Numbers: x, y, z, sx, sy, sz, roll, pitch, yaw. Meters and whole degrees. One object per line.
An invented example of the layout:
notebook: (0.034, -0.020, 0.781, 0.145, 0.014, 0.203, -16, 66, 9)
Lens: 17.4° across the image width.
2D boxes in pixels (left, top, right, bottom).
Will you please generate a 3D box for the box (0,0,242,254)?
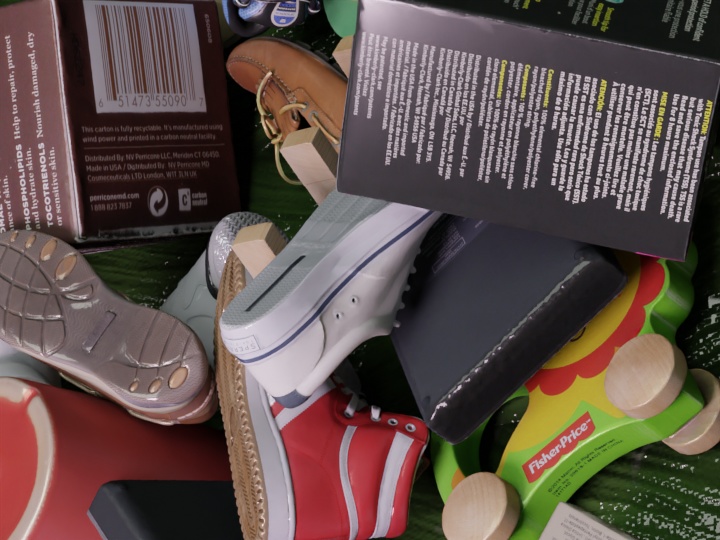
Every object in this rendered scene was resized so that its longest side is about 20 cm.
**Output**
box: (-0.212, -0.092, 1.615, 0.199, 0.166, 0.165, -8, 89, 39)

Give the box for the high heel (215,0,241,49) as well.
high heel: (-0.108, -0.233, 1.715, 0.200, 0.071, 0.143, -42, 33, 23)

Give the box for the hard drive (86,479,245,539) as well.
hard drive: (-0.055, 0.196, 1.363, 0.200, 0.139, 0.033, 50, 122, 38)

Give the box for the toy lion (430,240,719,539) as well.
toy lion: (0.117, 0.053, 1.364, 0.200, 0.069, 0.192, -42, 40, 17)

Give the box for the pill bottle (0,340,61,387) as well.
pill bottle: (-0.274, 0.071, 1.633, 0.112, 0.112, 0.200, -56, 34, 3)

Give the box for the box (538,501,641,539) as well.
box: (0.104, 0.234, 1.268, 0.082, 0.068, 0.200, 28, 88, 46)

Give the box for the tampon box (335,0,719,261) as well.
tampon box: (0.103, -0.110, 1.311, 0.199, 0.127, 0.150, 13, 32, 8)

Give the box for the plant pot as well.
plant pot: (-0.182, 0.161, 1.481, 0.200, 0.177, 0.201, -20, 55, 32)

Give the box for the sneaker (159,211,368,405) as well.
sneaker: (-0.068, 0.073, 1.504, 0.115, 0.075, 0.201, -42, 61, 39)

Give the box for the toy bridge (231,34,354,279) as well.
toy bridge: (-0.021, -0.057, 1.440, 0.027, 0.067, 0.200, -10, 39, 35)

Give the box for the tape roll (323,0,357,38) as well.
tape roll: (0.034, -0.243, 1.533, 0.200, 0.048, 0.201, -168, 90, -70)

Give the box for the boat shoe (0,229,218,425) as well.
boat shoe: (-0.168, 0.042, 1.475, 0.200, 0.072, 0.076, 34, 78, 32)

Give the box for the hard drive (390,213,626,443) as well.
hard drive: (0.071, -0.007, 1.390, 0.140, 0.033, 0.200, -45, 31, 15)

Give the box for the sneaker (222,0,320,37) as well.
sneaker: (-0.040, -0.207, 1.541, 0.200, 0.078, 0.090, 143, 129, -64)

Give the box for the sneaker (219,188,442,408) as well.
sneaker: (0.000, 0.000, 1.368, 0.200, 0.071, 0.073, -42, 29, -26)

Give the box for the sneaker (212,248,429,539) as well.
sneaker: (-0.023, 0.074, 1.398, 0.071, 0.112, 0.201, 115, 150, -56)

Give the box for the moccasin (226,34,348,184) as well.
moccasin: (-0.027, -0.094, 1.559, 0.078, 0.074, 0.201, -49, 54, -4)
